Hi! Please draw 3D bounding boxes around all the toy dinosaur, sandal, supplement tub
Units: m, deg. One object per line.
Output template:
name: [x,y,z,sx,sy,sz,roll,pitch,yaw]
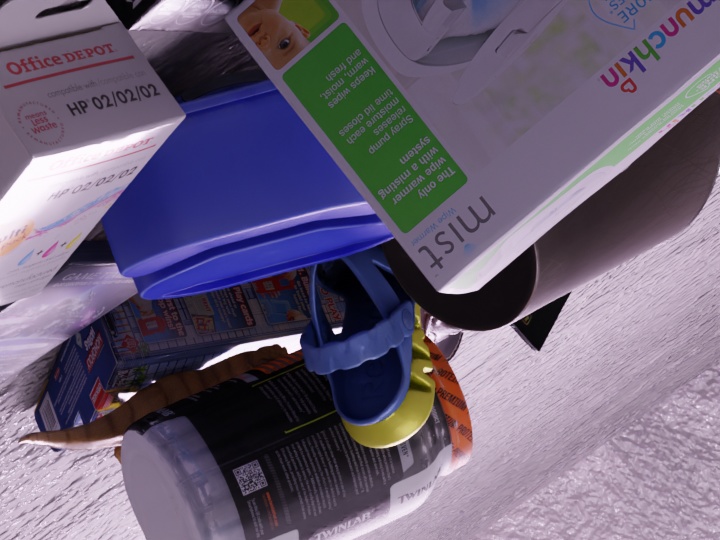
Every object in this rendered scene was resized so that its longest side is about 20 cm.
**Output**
toy dinosaur: [-0.136,0.095,1.862,0.199,0.060,0.107,-22,135,-23]
sandal: [0.000,0.000,1.750,0.079,0.201,0.087,-17,154,22]
supplement tub: [-0.038,0.115,1.818,0.199,0.123,0.123,-22,162,-21]

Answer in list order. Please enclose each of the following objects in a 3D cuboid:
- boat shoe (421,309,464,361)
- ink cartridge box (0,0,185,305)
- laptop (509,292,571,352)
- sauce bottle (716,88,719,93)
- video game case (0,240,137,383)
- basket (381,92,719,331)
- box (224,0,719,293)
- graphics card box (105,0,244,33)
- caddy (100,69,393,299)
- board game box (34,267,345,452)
boat shoe: [0.052,0.012,1.886,0.072,0.065,0.200,-62,161,-24]
ink cartridge box: [-0.171,-0.058,1.476,0.115,0.068,0.200,-20,159,-49]
laptop: [0.132,-0.075,1.934,0.103,0.200,0.178,0,-129,48]
sauce bottle: [0.171,-0.182,1.693,0.066,0.200,0.066,-33,-147,25]
video game case: [-0.214,0.039,1.742,0.200,0.019,0.143,-34,168,21]
basket: [0.111,-0.056,1.751,0.200,0.136,0.181,-34,142,-47]
box: [0.070,-0.117,1.436,0.200,0.177,0.097,-39,171,12]
graphics card box: [-0.030,-0.195,1.405,0.200,0.051,0.125,-41,166,22]
caddy: [-0.063,-0.059,1.629,0.199,0.106,0.141,-15,167,2]
board game box: [-0.100,0.055,1.947,0.199,0.062,0.200,-14,158,-23]
